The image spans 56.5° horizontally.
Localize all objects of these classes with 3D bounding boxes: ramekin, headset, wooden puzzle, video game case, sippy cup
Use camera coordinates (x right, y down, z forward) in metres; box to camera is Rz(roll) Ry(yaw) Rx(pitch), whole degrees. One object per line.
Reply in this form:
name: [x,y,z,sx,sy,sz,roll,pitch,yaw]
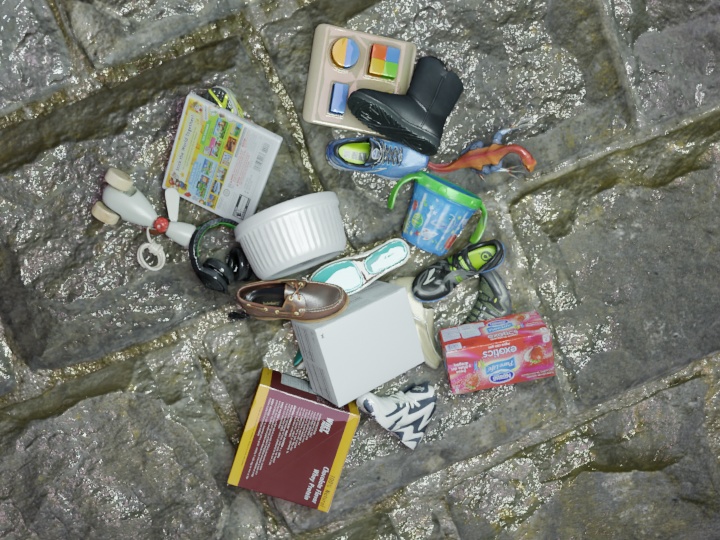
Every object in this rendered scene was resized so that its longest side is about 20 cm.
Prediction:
ramekin: [-0.119,-0.057,1.215,0.199,0.200,0.106,-21,87,-3]
headset: [-0.255,0.001,1.274,0.123,0.094,0.202,-26,101,-36]
wooden puzzle: [-0.001,-0.361,1.278,0.198,0.046,0.187,9,96,-6]
video game case: [-0.257,-0.197,1.232,0.181,0.023,0.201,25,124,-4]
sippy cup: [0.145,-0.105,1.285,0.177,0.139,0.131,30,104,17]

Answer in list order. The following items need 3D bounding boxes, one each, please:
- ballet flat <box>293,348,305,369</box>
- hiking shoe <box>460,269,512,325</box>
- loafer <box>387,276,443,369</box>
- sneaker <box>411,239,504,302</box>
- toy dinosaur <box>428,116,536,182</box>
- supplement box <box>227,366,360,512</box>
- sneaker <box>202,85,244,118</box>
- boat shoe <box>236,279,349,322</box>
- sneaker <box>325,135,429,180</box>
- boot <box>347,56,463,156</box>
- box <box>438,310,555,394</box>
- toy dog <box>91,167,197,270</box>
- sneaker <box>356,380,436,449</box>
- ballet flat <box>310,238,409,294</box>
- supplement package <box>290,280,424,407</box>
ballet flat: [-0.060,0.114,1.319,0.069,0.069,0.201,28,90,-8]
hiking shoe: [0.247,0.093,1.337,0.100,0.076,0.202,-12,98,-7]
loafer: [0.120,0.100,1.325,0.068,0.076,0.201,-26,97,4]
sneaker: [0.184,-0.007,1.282,0.198,0.083,0.071,-27,69,-1]
toy dinosaur: [0.244,-0.200,1.251,0.199,0.182,0.106,-23,98,-2]
supplement box: [-0.127,0.323,1.297,0.198,0.133,0.199,18,94,-7]
sneaker: [-0.235,-0.247,1.255,0.075,0.077,0.202,-1,117,11]
boat shoe: [-0.122,0.051,1.182,0.198,0.070,0.071,-6,58,15]
sneaker: [0.035,-0.213,1.276,0.198,0.089,0.079,1,97,-7]
boot: [0.087,-0.329,1.247,0.199,0.076,0.169,26,70,-15]
box: [0.257,0.154,1.273,0.198,0.100,0.096,-12,111,2]
toy dog: [-0.402,-0.110,1.254,0.132,0.096,0.200,-37,112,8]
sneaker: [0.083,0.256,1.318,0.199,0.079,0.130,43,78,-33]
ballet flat: [0.000,0.000,1.269,0.199,0.069,0.070,-24,98,-4]
supplement package: [-0.003,0.132,1.257,0.199,0.111,0.157,-23,107,-25]
